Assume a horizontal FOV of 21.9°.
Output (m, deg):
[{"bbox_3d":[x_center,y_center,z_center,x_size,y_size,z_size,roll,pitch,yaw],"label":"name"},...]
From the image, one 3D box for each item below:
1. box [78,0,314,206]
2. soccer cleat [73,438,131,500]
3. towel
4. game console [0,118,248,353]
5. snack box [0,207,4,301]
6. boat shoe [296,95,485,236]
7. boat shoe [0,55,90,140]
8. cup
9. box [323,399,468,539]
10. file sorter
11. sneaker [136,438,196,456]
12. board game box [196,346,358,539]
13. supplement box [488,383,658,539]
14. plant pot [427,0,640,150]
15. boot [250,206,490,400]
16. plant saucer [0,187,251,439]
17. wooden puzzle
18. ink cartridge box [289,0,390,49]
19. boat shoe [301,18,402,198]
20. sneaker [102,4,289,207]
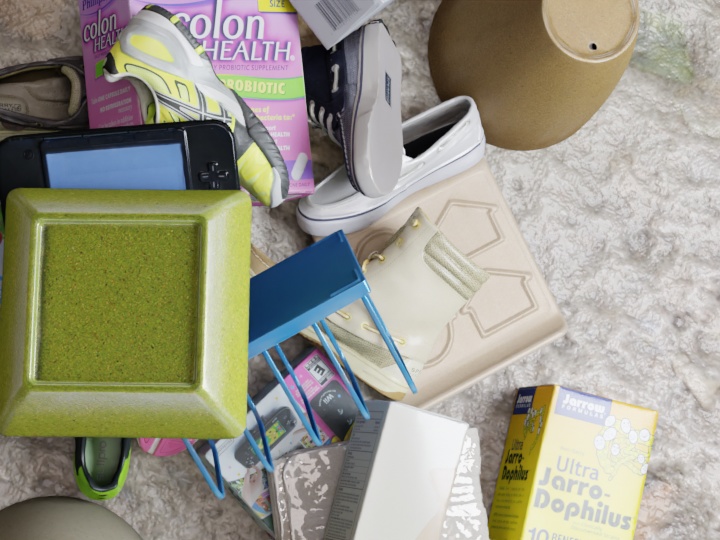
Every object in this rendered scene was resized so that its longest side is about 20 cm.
[{"bbox_3d":[-0.145,-0.157,1.653,0.175,0.097,0.201,-3,86,-36],"label":"box"},{"bbox_3d":[-0.226,0.103,1.646,0.067,0.081,0.201,0,85,-14],"label":"soccer cleat"},{"bbox_3d":[0.017,0.216,1.658,0.199,0.034,0.133,-5,88,-16],"label":"towel"},{"bbox_3d":[-0.194,-0.019,1.495,0.199,0.118,0.172,-5,110,0],"label":"game console"},{"bbox_3d":[-0.282,0.043,1.612,0.142,0.053,0.201,-3,84,31],"label":"snack box"},{"bbox_3d":[0.027,-0.100,1.720,0.199,0.072,0.066,-24,135,-12],"label":"boat shoe"},{"bbox_3d":[-0.258,-0.155,1.669,0.199,0.065,0.074,-12,85,-18],"label":"boat shoe"},{"bbox_3d":[-0.258,0.296,1.589,0.199,0.143,0.201,1,85,-13],"label":"cup"},{"bbox_3d":[0.021,0.216,1.594,0.077,0.095,0.201,17,83,-15],"label":"box"},{"bbox_3d":[-0.067,0.081,1.570,0.199,0.139,0.123,-29,111,1],"label":"file sorter"},{"bbox_3d":[-0.159,0.068,1.676,0.073,0.087,0.201,11,105,-25],"label":"sneaker"},{"bbox_3d":[-0.030,0.192,1.697,0.147,0.064,0.200,-43,97,-14],"label":"board game box"},{"bbox_3d":[0.190,0.216,1.726,0.108,0.109,0.201,15,81,-12],"label":"supplement box"},{"bbox_3d":[0.177,-0.217,1.717,0.185,0.200,0.187,1,85,-13],"label":"plant pot"},{"bbox_3d":[0.000,0.000,1.670,0.200,0.073,0.156,37,96,3],"label":"boot"},{"bbox_3d":[-0.188,0.029,1.452,0.199,0.048,0.201,1,79,1],"label":"plant saucer"},{"bbox_3d":[0.073,0.011,1.751,0.185,0.046,0.201,-27,87,-15],"label":"wooden puzzle"},{"bbox_3d":[-0.011,-0.325,1.691,0.176,0.084,0.200,52,41,-4],"label":"ink cartridge box"},{"bbox_3d":[-0.016,-0.137,1.684,0.092,0.075,0.201,-14,45,20],"label":"boat shoe"},{"bbox_3d":[-0.138,-0.126,1.562,0.076,0.075,0.200,-44,104,-14],"label":"sneaker"}]
